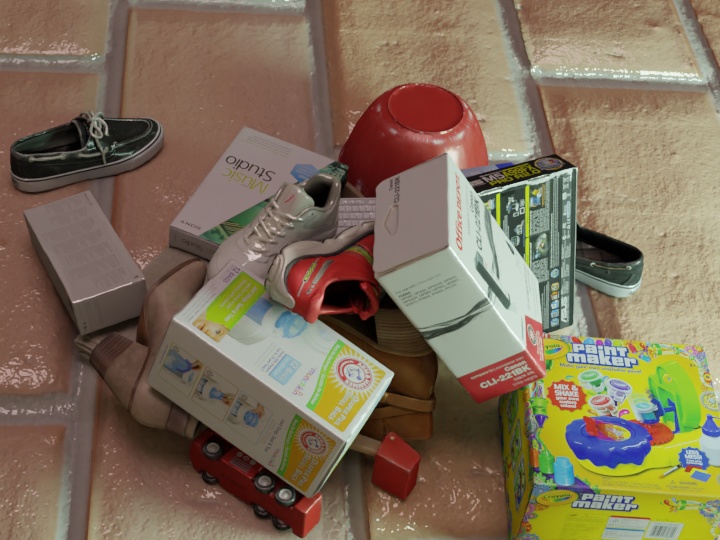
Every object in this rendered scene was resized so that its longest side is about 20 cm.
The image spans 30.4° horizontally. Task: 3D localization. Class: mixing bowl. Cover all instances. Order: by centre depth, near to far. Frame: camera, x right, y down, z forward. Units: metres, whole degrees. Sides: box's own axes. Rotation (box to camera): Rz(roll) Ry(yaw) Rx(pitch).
[{"bbox_3d":[0.075,-0.161,1.651,0.199,0.109,0.201,5,46,-5],"label":"mixing bowl"}]

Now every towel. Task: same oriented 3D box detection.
[{"bbox_3d":[-0.206,0.053,1.457,0.132,0.035,0.200,29,48,17],"label":"towel"}]

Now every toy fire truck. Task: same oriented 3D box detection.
[{"bbox_3d":[-0.056,0.191,1.335,0.199,0.049,0.141,29,48,21],"label":"toy fire truck"}]

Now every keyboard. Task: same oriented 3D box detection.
[{"bbox_3d":[0.049,-0.058,1.569,0.199,0.011,0.057,-2,75,-23],"label":"keyboard"}]

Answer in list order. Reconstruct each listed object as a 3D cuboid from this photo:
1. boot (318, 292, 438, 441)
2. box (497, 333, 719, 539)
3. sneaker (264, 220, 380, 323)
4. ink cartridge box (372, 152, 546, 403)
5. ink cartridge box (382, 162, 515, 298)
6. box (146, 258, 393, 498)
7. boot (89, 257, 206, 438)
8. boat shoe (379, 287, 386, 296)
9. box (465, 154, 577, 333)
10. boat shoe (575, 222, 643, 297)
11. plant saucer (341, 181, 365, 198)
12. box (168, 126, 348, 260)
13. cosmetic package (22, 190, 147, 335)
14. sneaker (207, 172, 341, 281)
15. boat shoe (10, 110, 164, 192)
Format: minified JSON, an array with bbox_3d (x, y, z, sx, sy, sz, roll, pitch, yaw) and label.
[{"bbox_3d":[-0.013,0.098,1.371,0.199,0.156,0.074,7,25,32],"label":"boot"},{"bbox_3d":[0.252,0.179,1.342,0.198,0.122,0.193,4,45,-4],"label":"box"},{"bbox_3d":[-0.006,0.011,1.299,0.085,0.077,0.199,42,38,26],"label":"sneaker"},{"bbox_3d":[0.099,0.008,1.302,0.083,0.200,0.145,-24,37,23],"label":"ink cartridge box"},{"bbox_3d":[0.117,-0.045,1.514,0.199,0.137,0.077,-11,48,-27],"label":"ink cartridge box"},{"bbox_3d":[-0.086,0.103,1.275,0.199,0.102,0.113,35,43,6],"label":"box"},{"bbox_3d":[-0.174,0.084,1.364,0.146,0.070,0.200,30,53,16],"label":"boot"},{"bbox_3d":[0.000,0.000,1.423,0.199,0.072,0.066,-12,11,31],"label":"boat shoe"},{"bbox_3d":[0.159,-0.013,1.456,0.159,0.201,0.044,-16,30,-21],"label":"box"},{"bbox_3d":[0.244,-0.034,1.581,0.199,0.067,0.070,26,48,16],"label":"boat shoe"},{"bbox_3d":[-0.080,-0.050,1.576,0.198,0.030,0.201,4,46,-4],"label":"plant saucer"},{"bbox_3d":[-0.116,-0.078,1.552,0.143,0.036,0.200,21,48,9],"label":"box"},{"bbox_3d":[-0.302,-0.011,1.461,0.082,0.051,0.200,-21,39,-17],"label":"cosmetic package"},{"bbox_3d":[-0.092,-0.048,1.434,0.078,0.100,0.200,35,49,14],"label":"sneaker"},{"bbox_3d":[-0.332,-0.159,1.615,0.198,0.068,0.074,-16,51,-22],"label":"boat shoe"}]
